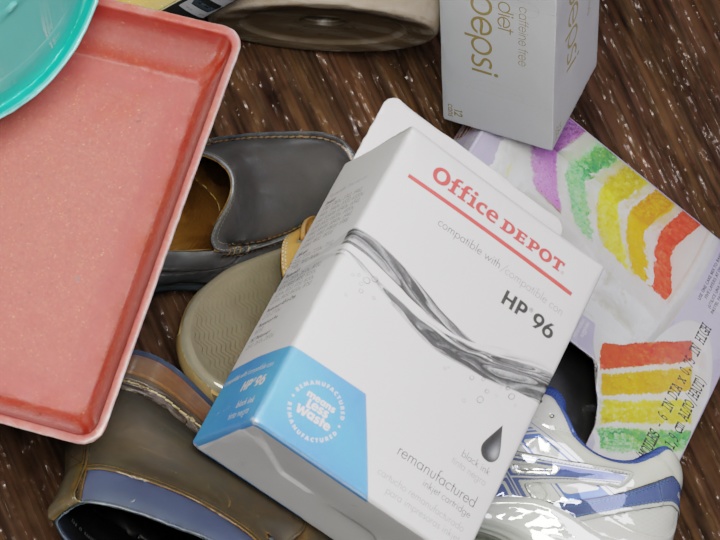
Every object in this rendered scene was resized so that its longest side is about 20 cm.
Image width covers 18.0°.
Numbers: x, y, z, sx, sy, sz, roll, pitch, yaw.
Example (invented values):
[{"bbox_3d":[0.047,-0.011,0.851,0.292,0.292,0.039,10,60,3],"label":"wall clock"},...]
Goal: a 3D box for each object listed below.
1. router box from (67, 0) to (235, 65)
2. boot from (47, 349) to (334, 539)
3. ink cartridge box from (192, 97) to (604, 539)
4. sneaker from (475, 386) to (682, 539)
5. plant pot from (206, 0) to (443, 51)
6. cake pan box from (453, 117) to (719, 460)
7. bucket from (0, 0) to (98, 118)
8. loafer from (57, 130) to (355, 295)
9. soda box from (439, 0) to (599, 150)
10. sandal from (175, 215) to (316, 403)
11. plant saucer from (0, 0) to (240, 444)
[{"bbox_3d":[-0.149,-0.193,1.070,0.157,0.052,0.200,-28,83,10],"label":"router box"},{"bbox_3d":[-0.056,0.129,1.012,0.200,0.075,0.097,37,32,-12],"label":"boot"},{"bbox_3d":[0.027,0.020,1.011,0.116,0.068,0.200,35,64,-16],"label":"ink cartridge box"},{"bbox_3d":[0.056,0.091,1.078,0.200,0.075,0.088,22,75,-5],"label":"sneaker"},{"bbox_3d":[-0.015,-0.206,1.140,0.200,0.200,0.174,7,83,-27],"label":"plant pot"},{"bbox_3d":[0.097,0.027,1.175,0.184,0.052,0.200,38,57,-8],"label":"cake pan box"},{"bbox_3d":[-0.206,-0.158,0.958,0.207,0.135,0.207,-2,69,5],"label":"bucket"},{"bbox_3d":[-0.074,-0.028,1.087,0.200,0.072,0.073,-23,81,-35],"label":"loafer"},{"bbox_3d":[0.078,-0.153,1.102,0.064,0.200,0.068,18,55,17],"label":"soda box"},{"bbox_3d":[0.000,0.000,1.073,0.200,0.054,0.080,-23,56,-23],"label":"sandal"},{"bbox_3d":[-0.172,-0.033,0.997,0.199,0.037,0.200,14,69,11],"label":"plant saucer"}]
